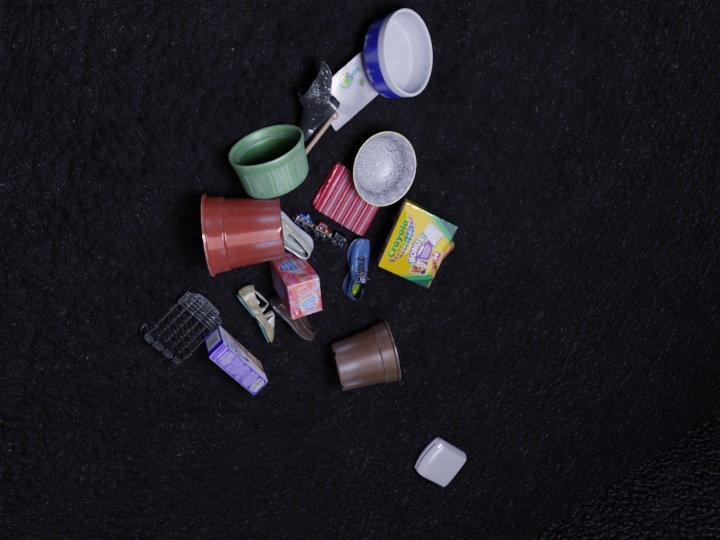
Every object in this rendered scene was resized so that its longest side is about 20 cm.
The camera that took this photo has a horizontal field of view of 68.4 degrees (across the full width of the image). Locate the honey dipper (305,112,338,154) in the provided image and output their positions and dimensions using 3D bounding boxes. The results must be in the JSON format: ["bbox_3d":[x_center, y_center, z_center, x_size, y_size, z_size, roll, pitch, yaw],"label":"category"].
[{"bbox_3d":[-0.126,-0.341,1.404,0.037,0.038,0.201,30,108,-32],"label":"honey dipper"}]

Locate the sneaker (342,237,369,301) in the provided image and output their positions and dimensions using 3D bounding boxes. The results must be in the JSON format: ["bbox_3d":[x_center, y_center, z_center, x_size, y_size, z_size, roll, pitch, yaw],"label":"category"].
[{"bbox_3d":[0.000,0.000,1.614,0.076,0.089,0.208,-2,114,-25],"label":"sneaker"}]

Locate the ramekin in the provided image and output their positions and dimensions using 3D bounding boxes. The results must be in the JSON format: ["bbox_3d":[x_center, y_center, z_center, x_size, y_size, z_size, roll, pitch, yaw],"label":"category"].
[{"bbox_3d":[-0.222,-0.270,1.323,0.194,0.201,0.100,-26,130,-11],"label":"ramekin"}]

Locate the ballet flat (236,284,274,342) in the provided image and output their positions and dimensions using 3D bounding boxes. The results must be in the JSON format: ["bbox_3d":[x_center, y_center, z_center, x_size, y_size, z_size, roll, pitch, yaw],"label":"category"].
[{"bbox_3d":[-0.289,0.125,1.551,0.069,0.071,0.204,-31,121,-7],"label":"ballet flat"}]

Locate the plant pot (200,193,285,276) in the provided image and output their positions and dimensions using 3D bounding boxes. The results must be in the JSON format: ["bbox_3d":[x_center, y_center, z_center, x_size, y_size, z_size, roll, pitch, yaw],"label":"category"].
[{"bbox_3d":[-0.290,-0.098,1.342,0.187,0.202,0.208,-6,117,-8],"label":"plant pot"}]

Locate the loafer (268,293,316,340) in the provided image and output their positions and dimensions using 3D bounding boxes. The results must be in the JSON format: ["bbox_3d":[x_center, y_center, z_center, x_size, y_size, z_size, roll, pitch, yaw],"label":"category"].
[{"bbox_3d":[-0.191,0.135,1.596,0.071,0.073,0.201,-41,124,1],"label":"loafer"}]

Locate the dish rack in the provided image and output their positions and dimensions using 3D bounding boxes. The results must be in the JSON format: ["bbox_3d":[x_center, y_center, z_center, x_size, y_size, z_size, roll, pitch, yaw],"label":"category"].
[{"bbox_3d":[-0.493,0.155,1.478,0.199,0.055,0.154,-43,125,-3],"label":"dish rack"}]

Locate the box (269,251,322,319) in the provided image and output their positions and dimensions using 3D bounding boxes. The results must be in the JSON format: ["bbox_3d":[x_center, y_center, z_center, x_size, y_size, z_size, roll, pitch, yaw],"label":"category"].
[{"bbox_3d":[-0.183,0.033,1.477,0.091,0.200,0.106,-15,121,-18],"label":"box"}]

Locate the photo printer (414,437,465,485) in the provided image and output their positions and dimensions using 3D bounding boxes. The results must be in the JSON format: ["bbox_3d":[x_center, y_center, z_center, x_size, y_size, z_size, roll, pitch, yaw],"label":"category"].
[{"bbox_3d":[0.318,0.769,2.138,0.198,0.070,0.168,37,95,-34],"label":"photo printer"}]

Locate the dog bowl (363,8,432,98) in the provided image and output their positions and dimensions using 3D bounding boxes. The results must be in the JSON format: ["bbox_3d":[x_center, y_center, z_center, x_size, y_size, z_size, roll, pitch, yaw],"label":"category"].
[{"bbox_3d":[0.099,-0.552,1.361,0.196,0.077,0.209,-10,104,-44],"label":"dog bowl"}]

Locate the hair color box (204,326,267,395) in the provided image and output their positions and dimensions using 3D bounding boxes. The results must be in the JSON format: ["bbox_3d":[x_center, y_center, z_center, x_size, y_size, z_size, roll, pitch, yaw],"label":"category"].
[{"bbox_3d":[-0.364,0.262,1.554,0.064,0.109,0.202,-39,124,-3],"label":"hair color box"}]

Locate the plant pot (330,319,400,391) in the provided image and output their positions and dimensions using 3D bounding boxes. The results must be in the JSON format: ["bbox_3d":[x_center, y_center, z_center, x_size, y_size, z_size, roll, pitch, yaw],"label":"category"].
[{"bbox_3d":[0.010,0.284,1.700,0.191,0.202,0.207,-15,120,-9],"label":"plant pot"}]

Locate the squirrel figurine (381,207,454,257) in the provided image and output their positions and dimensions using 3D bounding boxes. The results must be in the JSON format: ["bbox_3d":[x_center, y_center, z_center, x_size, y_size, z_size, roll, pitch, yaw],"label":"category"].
[{"bbox_3d":[0.152,-0.092,1.619,0.200,0.141,0.187,-45,117,-1],"label":"squirrel figurine"}]

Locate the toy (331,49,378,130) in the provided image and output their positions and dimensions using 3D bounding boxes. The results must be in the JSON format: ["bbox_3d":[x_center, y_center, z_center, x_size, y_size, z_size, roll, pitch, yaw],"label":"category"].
[{"bbox_3d":[-0.024,-0.484,1.399,0.198,0.047,0.116,-38,122,3],"label":"toy"}]

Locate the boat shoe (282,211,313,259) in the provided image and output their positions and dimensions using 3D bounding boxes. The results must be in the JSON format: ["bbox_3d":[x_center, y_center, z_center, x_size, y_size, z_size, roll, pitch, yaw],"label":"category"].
[{"bbox_3d":[-0.210,-0.106,1.461,0.196,0.063,0.072,33,115,-21],"label":"boat shoe"}]

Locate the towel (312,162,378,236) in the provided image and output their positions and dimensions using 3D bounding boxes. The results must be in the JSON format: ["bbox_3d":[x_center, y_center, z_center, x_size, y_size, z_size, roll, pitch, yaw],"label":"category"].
[{"bbox_3d":[-0.033,-0.205,1.543,0.196,0.022,0.148,28,98,-34],"label":"towel"}]

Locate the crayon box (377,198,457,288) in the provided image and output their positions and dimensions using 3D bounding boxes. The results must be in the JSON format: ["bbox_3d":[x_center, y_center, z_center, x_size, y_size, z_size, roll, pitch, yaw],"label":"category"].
[{"bbox_3d":[0.163,-0.077,1.540,0.167,0.059,0.206,21,108,-10],"label":"crayon box"}]

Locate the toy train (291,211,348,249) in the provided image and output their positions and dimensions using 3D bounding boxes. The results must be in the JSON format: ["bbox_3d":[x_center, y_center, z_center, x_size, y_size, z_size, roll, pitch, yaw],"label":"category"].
[{"bbox_3d":[-0.114,-0.119,1.537,0.196,0.034,0.047,26,99,-32],"label":"toy train"}]

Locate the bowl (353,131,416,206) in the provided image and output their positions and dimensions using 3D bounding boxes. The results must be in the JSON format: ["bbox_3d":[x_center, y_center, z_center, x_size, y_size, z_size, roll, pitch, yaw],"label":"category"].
[{"bbox_3d":[0.053,-0.296,1.496,0.193,0.094,0.209,-10,117,-20],"label":"bowl"}]

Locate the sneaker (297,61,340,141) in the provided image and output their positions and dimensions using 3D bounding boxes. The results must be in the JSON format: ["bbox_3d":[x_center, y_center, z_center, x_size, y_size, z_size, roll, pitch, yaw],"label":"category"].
[{"bbox_3d":[-0.128,-0.419,1.346,0.197,0.061,0.104,-34,121,29],"label":"sneaker"}]
